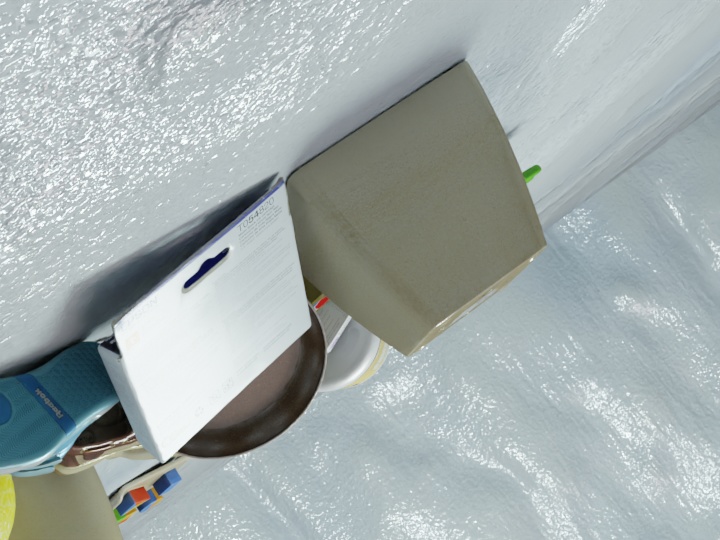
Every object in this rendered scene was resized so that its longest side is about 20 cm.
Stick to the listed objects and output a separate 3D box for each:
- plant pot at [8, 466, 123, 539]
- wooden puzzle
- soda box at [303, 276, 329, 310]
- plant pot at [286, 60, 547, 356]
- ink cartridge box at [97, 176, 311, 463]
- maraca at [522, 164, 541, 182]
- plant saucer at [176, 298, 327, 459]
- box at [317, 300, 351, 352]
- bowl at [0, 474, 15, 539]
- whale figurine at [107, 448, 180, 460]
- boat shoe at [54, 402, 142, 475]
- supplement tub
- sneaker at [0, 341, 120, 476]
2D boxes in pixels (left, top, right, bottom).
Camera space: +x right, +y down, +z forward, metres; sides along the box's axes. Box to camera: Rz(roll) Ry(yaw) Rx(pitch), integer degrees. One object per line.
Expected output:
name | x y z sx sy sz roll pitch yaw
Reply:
plant pot | -0.336 0.309 1.320 0.187 0.200 0.187 -36 173 -5
wooden puzzle | -0.405 0.416 2.228 0.200 0.046 0.185 -29 169 -48
soda box | -0.086 0.033 1.325 0.200 0.064 0.068 -42 171 33
plant pot | 0.055 -0.038 1.119 0.199 0.177 0.200 -35 171 -17
ink cartridge box | -0.130 0.038 1.026 0.200 0.041 0.200 -42 148 -28
maraca | 0.162 -0.089 1.565 0.137 0.107 0.200 -33 177 38
plant saucer | -0.130 0.090 1.167 0.200 0.200 0.032 -37 -148 -4
box | 0.000 0.000 1.373 0.200 0.041 0.039 -58 173 1
bowl | -0.399 0.268 1.133 0.200 0.108 0.200 -36 173 -5
whale figurine | -0.235 0.175 1.466 0.199 0.104 0.159 -12 171 -1
boat shoe | -0.247 0.152 1.294 0.200 0.072 0.072 -22 166 -41
supplement tub | -0.037 0.076 1.495 0.145 0.146 0.200 -38 172 3
sneaker | -0.289 0.141 0.996 0.131 0.080 0.200 -44 169 33
